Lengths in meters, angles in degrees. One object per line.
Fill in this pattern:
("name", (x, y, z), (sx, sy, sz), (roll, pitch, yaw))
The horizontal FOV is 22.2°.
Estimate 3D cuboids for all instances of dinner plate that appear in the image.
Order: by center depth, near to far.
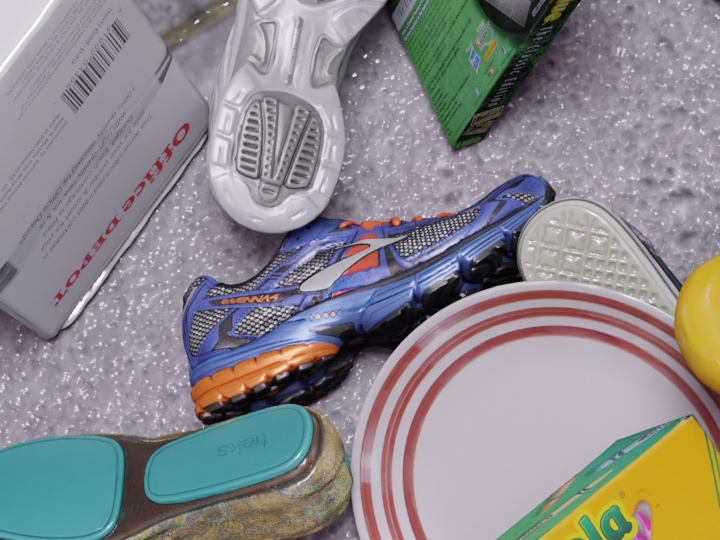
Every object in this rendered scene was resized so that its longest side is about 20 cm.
("dinner plate", (0.092, 0.101, 0.824), (0.200, 0.024, 0.201), (4, 104, 18))

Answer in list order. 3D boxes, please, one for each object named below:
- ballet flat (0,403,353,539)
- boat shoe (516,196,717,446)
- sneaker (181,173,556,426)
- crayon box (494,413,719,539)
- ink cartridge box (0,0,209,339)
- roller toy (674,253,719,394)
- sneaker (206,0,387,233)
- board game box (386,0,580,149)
("ballet flat", (-0.096, 0.109, 0.855), (0.199, 0.071, 0.071), (-12, 74, 18))
("boat shoe", (0.143, 0.052, 0.843), (0.075, 0.062, 0.200), (-35, 89, 16))
("sneaker", (0.000, 0.000, 0.870), (0.200, 0.075, 0.079), (-26, 71, -1))
("crayon box", (0.086, 0.161, 0.727), (0.200, 0.058, 0.119), (-34, 91, -30))
("ink cartridge box", (-0.160, -0.068, 0.840), (0.085, 0.200, 0.146), (33, 82, 19))
("roller toy", (0.240, -0.001, 0.725), (0.199, 0.140, 0.183), (16, 64, 21))
("sneaker", (-0.037, -0.113, 0.887), (0.078, 0.099, 0.201), (21, 80, -15))
("board game box", (0.060, -0.147, 0.837), (0.023, 0.200, 0.105), (-18, 74, -23))
